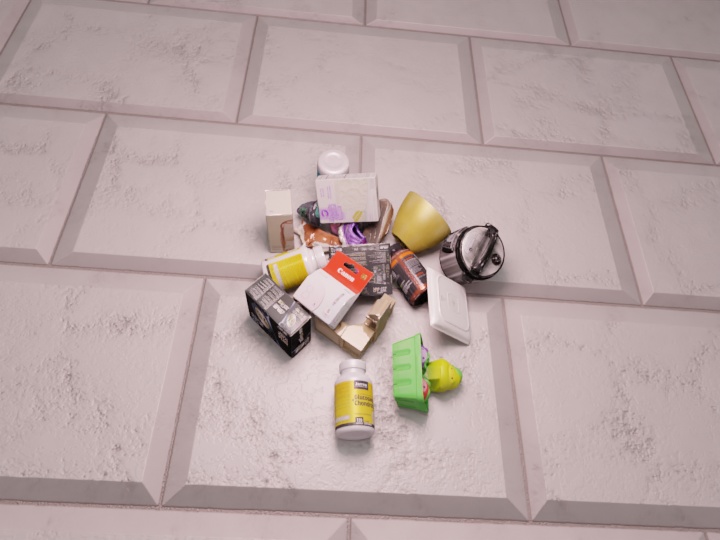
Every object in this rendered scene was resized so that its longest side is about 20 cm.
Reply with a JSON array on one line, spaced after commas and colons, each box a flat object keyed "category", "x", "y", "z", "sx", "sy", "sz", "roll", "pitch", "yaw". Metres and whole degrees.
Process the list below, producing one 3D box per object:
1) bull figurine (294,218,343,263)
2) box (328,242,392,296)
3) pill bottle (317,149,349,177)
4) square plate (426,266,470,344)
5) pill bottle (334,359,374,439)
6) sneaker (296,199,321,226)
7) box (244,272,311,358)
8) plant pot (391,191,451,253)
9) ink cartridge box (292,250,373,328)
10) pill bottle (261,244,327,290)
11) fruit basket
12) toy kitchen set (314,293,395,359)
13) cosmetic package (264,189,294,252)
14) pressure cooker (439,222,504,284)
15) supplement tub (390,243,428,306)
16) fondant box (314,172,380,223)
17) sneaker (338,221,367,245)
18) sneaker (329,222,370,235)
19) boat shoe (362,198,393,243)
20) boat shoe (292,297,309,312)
[{"category": "bull figurine", "x": -0.143, "y": -0.092, "z": 1.751, "sx": 0.196, "sy": 0.066, "sz": 0.123, "roll": 20, "pitch": 62, "yaw": 8}, {"category": "box", "x": 0.000, "y": 0.000, "z": 1.653, "sx": 0.195, "sy": 0.044, "sz": 0.165, "roll": -4, "pitch": 89, "yaw": -4}, {"category": "pill bottle", "x": -0.096, "y": -0.307, "z": 1.801, "sx": 0.108, "sy": 0.202, "sz": 0.113, "roll": 2, "pitch": 58, "yaw": -4}, {"category": "square plate", "x": 0.279, "y": 0.107, "z": 1.631, "sx": 0.196, "sy": 0.028, "sz": 0.204, "roll": 27, "pitch": 51, "yaw": -38}, {"category": "pill bottle", "x": -0.019, "y": 0.360, "z": 1.472, "sx": 0.109, "sy": 0.113, "sz": 0.204, "roll": 0, "pitch": 60, "yaw": -6}, {"category": "sneaker", "x": -0.175, "y": -0.188, "z": 1.763, "sx": 0.085, "sy": 0.076, "sz": 0.200, "roll": -6, "pitch": 16, "yaw": 3}, {"category": "box", "x": -0.241, "y": 0.135, "z": 1.549, "sx": 0.199, "sy": 0.165, "sz": 0.086, "roll": 41, "pitch": 63, "yaw": 17}, {"category": "plant pot", "x": 0.185, "y": -0.142, "z": 1.758, "sx": 0.142, "sy": 0.200, "sz": 0.200, "roll": -44, "pitch": 71, "yaw": -2}, {"category": "ink cartridge box", "x": -0.082, "y": 0.046, "z": 1.555, "sx": 0.161, "sy": 0.057, "sz": 0.202, "roll": 33, "pitch": 85, "yaw": 31}, {"category": "pill bottle", "x": -0.203, "y": -0.010, "z": 1.649, "sx": 0.196, "sy": 0.112, "sz": 0.113, "roll": -19, "pitch": 62, "yaw": -2}, {"category": "fruit basket", "x": 0.196, "y": 0.299, "z": 1.521, "sx": 0.210, "sy": 0.156, "sz": 0.220, "roll": -7, "pitch": 59, "yaw": 11}, {"category": "toy kitchen set", "x": -0.010, "y": 0.118, "z": 1.584, "sx": 0.178, "sy": 0.164, "sz": 0.201, "roll": 32, "pitch": 61, "yaw": 13}, {"category": "cosmetic package", "x": -0.259, "y": -0.157, "z": 1.695, "sx": 0.085, "sy": 0.201, "sz": 0.105, "roll": -4, "pitch": 60, "yaw": -7}, {"category": "pressure cooker", "x": 0.363, "y": -0.052, "z": 1.678, "sx": 0.175, "sy": 0.200, "sz": 0.180, "roll": -11, "pitch": 86, "yaw": -18}, {"category": "supplement tub", "x": 0.155, "y": 0.007, "z": 1.698, "sx": 0.105, "sy": 0.108, "sz": 0.202, "roll": -26, "pitch": 65, "yaw": -20}, {"category": "fondant box", "x": -0.039, "y": -0.232, "z": 1.691, "sx": 0.195, "sy": 0.147, "sz": 0.059, "roll": -1, "pitch": 26, "yaw": 12}, {"category": "sneaker", "x": -0.009, "y": -0.068, "z": 1.709, "sx": 0.080, "sy": 0.082, "sz": 0.204, "roll": -7, "pitch": 75, "yaw": -59}, {"category": "sneaker", "x": -0.025, "y": -0.189, "z": 1.816, "sx": 0.197, "sy": 0.081, "sz": 0.089, "roll": -22, "pitch": 59, "yaw": -24}, {"category": "boat shoe", "x": 0.065, "y": -0.137, "z": 1.769, "sx": 0.075, "sy": 0.071, "sz": 0.204, "roll": 22, "pitch": 87, "yaw": 37}, {"category": "boat shoe", "x": -0.148, "y": 0.072, "z": 1.649, "sx": 0.075, "sy": 0.072, "sz": 0.200, "roll": 36, "pitch": 63, "yaw": 15}]
